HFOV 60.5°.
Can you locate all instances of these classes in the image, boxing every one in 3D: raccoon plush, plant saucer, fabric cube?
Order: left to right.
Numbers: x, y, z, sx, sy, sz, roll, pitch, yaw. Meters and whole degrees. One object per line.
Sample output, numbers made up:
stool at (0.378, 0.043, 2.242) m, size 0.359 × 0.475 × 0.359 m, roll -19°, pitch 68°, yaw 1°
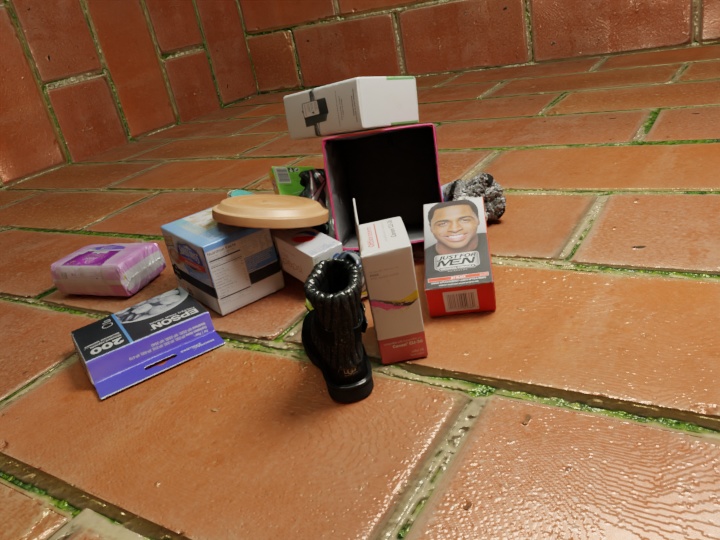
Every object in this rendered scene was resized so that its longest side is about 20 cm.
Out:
plant saucer at (-0.154, -0.105, 1.063) m, size 0.199 × 0.033 × 0.200 m, roll 3°, pitch 14°, yaw -1°
fabric cube at (0.052, -0.159, 1.140) m, size 0.195 × 0.201 × 0.199 m, roll -6°, pitch 11°, yaw 8°
raccoon plush at (0.188, -0.113, 1.194) m, size 0.134 × 0.097 × 0.200 m, roll -32°, pitch 10°, yaw -20°

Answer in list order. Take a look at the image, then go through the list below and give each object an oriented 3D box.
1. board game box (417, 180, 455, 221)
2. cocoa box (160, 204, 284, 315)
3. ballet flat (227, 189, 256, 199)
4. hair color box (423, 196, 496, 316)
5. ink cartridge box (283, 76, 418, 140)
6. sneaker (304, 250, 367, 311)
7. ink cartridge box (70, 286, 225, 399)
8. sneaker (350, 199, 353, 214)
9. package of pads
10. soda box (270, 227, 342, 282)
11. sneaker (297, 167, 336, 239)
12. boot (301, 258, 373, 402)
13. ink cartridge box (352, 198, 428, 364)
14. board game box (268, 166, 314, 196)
board game box at (0.169, -0.151, 1.334) m, size 0.199 × 0.020 × 0.103 m, roll -25°, pitch 26°, yaw -28°
cocoa box at (-0.252, -0.027, 1.115) m, size 0.133 × 0.132 × 0.200 m, roll -26°, pitch 28°, yaw -30°
ballet flat at (-0.181, -0.096, 1.222) m, size 0.062 × 0.199 × 0.068 m, roll -39°, pitch 38°, yaw 43°
hair color box at (0.149, -0.025, 0.950) m, size 0.101 × 0.061 × 0.201 m, roll -7°, pitch 41°, yaw 11°
ink cartridge box at (-0.019, -0.287, 1.097) m, size 0.146 × 0.084 × 0.199 m, roll -18°, pitch 16°, yaw -41°
sneaker at (0.000, 0.000, 0.982) m, size 0.074 × 0.081 × 0.200 m, roll 40°, pitch 53°, yaw 22°
ink cartridge box at (-0.341, 0.105, 0.978) m, size 0.197 × 0.044 × 0.200 m, roll -24°, pitch 28°, yaw -27°
sneaker at (-0.003, -0.152, 1.357) m, size 0.088 × 0.075 × 0.200 m, roll -1°, pitch 16°, yaw 22°
package of pads at (-0.510, -0.003, 1.250) m, size 0.199 × 0.076 × 0.121 m, roll 0°, pitch 25°, yaw 25°
soda box at (-0.112, -0.038, 1.087) m, size 0.063 × 0.069 × 0.200 m, roll -26°, pitch 35°, yaw -30°
sneaker at (-0.085, -0.107, 1.181) m, size 0.086 × 0.080 × 0.201 m, roll 0°, pitch 62°, yaw -2°
boot at (-0.039, 0.053, 0.808) m, size 0.079 × 0.159 × 0.211 m, roll -18°, pitch 25°, yaw -14°
ink cartridge box at (0.038, 0.007, 0.824) m, size 0.067 × 0.201 × 0.117 m, roll -11°, pitch 24°, yaw 1°
board game box at (-0.111, -0.118, 1.222) m, size 0.095 × 0.201 × 0.030 m, roll -5°, pitch -27°, yaw -31°
